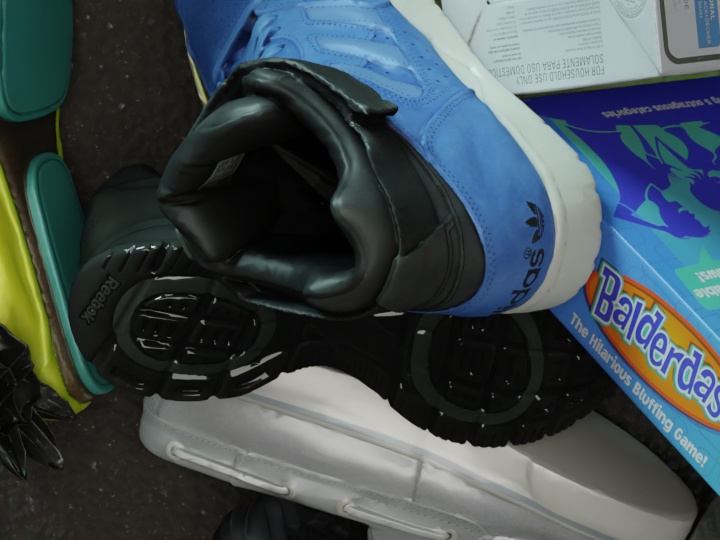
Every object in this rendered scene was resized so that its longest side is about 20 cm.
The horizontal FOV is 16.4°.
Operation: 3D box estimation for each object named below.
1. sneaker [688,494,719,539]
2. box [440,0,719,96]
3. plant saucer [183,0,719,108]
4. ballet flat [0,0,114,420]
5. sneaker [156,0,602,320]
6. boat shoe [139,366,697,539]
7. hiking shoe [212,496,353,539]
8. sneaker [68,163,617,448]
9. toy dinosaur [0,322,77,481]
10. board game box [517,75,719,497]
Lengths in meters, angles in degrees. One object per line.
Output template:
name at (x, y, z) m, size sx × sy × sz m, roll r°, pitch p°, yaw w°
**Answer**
sneaker at (0.184, 0.094, 0.864) m, size 0.114 × 0.073 × 0.201 m, roll 36°, pitch 70°, yaw -10°
box at (0.137, -0.097, 0.812) m, size 0.199 × 0.116 × 0.061 m, roll -10°, pitch 94°, yaw -32°
plant saucer at (0.036, -0.096, 0.889) m, size 0.199 × 0.031 × 0.202 m, roll 0°, pitch 93°, yaw -3°
ballet flat at (-0.132, -0.045, 0.871) m, size 0.067 × 0.067 × 0.201 m, roll -6°, pitch 95°, yaw 19°
sneaker at (-0.025, -0.053, 0.776) m, size 0.200 × 0.111 × 0.077 m, roll 47°, pitch 126°, yaw 35°
boat shoe at (0.018, 0.070, 0.882) m, size 0.199 × 0.072 × 0.069 m, roll 18°, pitch 113°, yaw -10°
hiking shoe at (-0.014, 0.175, 0.869) m, size 0.100 × 0.076 × 0.201 m, roll -24°, pitch 105°, yaw 17°
sneaker at (0.000, 0.000, 0.838) m, size 0.199 × 0.091 × 0.076 m, roll 12°, pitch 121°, yaw -18°
toy dinosaur at (-0.187, 0.053, 0.841) m, size 0.102 × 0.135 × 0.201 m, roll -57°, pitch 132°, yaw -36°
board game box at (0.146, 0.014, 0.789) m, size 0.151 × 0.200 × 0.045 m, roll -10°, pitch 135°, yaw -38°
